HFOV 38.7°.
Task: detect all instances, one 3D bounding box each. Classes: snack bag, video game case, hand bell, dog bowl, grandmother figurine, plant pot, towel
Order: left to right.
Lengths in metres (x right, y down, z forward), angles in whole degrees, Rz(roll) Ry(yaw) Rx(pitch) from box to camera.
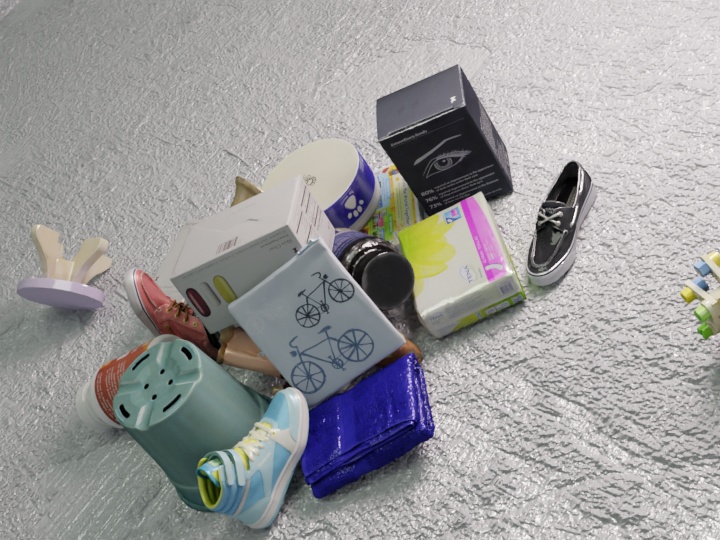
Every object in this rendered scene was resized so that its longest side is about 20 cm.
[{"bbox_3d":[-0.240,0.212,1.484,0.200,0.196,0.200,-19,43,19],"label":"plant pot"},{"bbox_3d":[-0.216,-0.040,1.633,0.104,0.104,0.200,28,79,46],"label":"hand bell"},{"bbox_3d":[-0.111,0.140,1.515,0.200,0.121,0.061,16,39,8],"label":"grandmother figurine"},{"bbox_3d":[-0.066,0.076,1.437,0.188,0.200,0.021,-36,9,22],"label":"snack bag"},{"bbox_3d":[-0.072,-0.126,1.735,0.200,0.079,0.200,-19,44,20],"label":"dog bowl"},{"bbox_3d":[0.002,0.209,1.408,0.200,0.050,0.148,-32,41,20],"label":"towel"},{"bbox_3d":[0.017,-0.091,1.718,0.182,0.023,0.200,-21,42,18],"label":"video game case"}]

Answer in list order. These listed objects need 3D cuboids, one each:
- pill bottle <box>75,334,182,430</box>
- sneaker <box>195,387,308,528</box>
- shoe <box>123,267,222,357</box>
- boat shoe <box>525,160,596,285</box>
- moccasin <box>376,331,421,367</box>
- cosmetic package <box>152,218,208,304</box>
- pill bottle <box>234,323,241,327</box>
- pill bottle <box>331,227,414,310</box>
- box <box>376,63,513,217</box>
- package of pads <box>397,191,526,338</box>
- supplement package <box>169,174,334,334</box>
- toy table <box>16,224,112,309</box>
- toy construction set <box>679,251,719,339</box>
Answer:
[{"bbox_3d":[-0.360,0.186,1.642,0.200,0.112,0.112,-26,41,29],"label":"pill bottle"},{"bbox_3d":[-0.151,0.246,1.400,0.079,0.130,0.200,5,74,49],"label":"sneaker"},{"bbox_3d":[-0.298,0.070,1.658,0.091,0.200,0.072,-18,27,15],"label":"shoe"},{"bbox_3d":[0.284,-0.072,1.479,0.072,0.068,0.200,9,58,40],"label":"boat shoe"},{"bbox_3d":[-0.002,0.098,1.512,0.201,0.078,0.074,25,69,46],"label":"moccasin"},{"bbox_3d":[-0.289,0.008,1.792,0.113,0.081,0.200,-3,52,35],"label":"cosmetic package"},{"bbox_3d":[-0.180,0.057,1.646,0.114,0.114,0.200,-36,40,1],"label":"pill bottle"},{"bbox_3d":[0.000,0.000,1.537,0.112,0.112,0.200,-46,23,-10],"label":"pill bottle"},{"bbox_3d":[0.132,-0.196,1.598,0.148,0.200,0.104,-19,44,19],"label":"box"},{"bbox_3d":[0.142,-0.008,1.519,0.154,0.068,0.200,-26,42,11],"label":"package of pads"},{"bbox_3d":[-0.154,-0.024,1.502,0.200,0.111,0.156,-24,27,18],"label":"supplement package"},{"bbox_3d":[-0.551,0.000,1.927,0.200,0.184,0.117,2,70,26],"label":"toy table"},{"bbox_3d":[0.449,0.080,1.176,0.092,0.131,0.200,-27,42,12],"label":"toy construction set"}]
